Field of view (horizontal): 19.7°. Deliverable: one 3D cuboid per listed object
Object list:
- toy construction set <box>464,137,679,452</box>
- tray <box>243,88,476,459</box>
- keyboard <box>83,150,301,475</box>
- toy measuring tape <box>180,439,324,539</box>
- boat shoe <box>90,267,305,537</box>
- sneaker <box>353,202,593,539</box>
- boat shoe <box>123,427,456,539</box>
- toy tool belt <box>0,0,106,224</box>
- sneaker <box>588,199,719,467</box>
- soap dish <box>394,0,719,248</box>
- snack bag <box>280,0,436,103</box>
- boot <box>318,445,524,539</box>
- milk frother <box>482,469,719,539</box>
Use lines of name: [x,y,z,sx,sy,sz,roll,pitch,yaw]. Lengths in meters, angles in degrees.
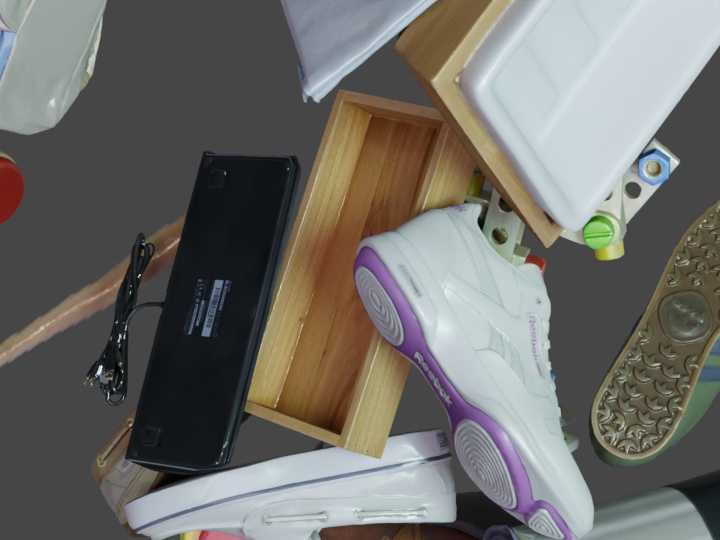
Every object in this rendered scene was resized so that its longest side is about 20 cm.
toy construction set: [0.101,0.006,1.225,0.131,0.092,0.201,16,95,8]
tray: [0.000,0.000,1.213,0.098,0.037,0.201,16,86,45]
keyboard: [-0.104,0.023,1.258,0.127,0.021,0.201,5,74,35]
toy measuring tape: [-0.066,0.132,1.302,0.073,0.074,0.201,21,97,7]
boat shoe: [-0.104,0.072,1.290,0.066,0.074,0.200,42,102,26]
sneaker: [0.082,0.051,1.136,0.099,0.075,0.200,-29,86,-25]
boat shoe: [-0.040,0.143,1.238,0.199,0.072,0.066,-12,86,0]
toy tool belt: [-0.230,-0.139,1.258,0.123,0.125,0.201,32,107,36]
sneaker: [0.196,0.033,1.216,0.067,0.090,0.200,35,77,11]
soap dish: [0.116,-0.136,1.124,0.081,0.157,0.200,26,74,41]
snack bag: [0.026,-0.201,1.144,0.200,0.189,0.021,-38,124,14]
boot: [0.032,0.232,1.300,0.188,0.068,0.201,20,107,7]
milk frother: [0.194,0.206,1.150,0.187,0.200,0.181,-14,89,-15]
